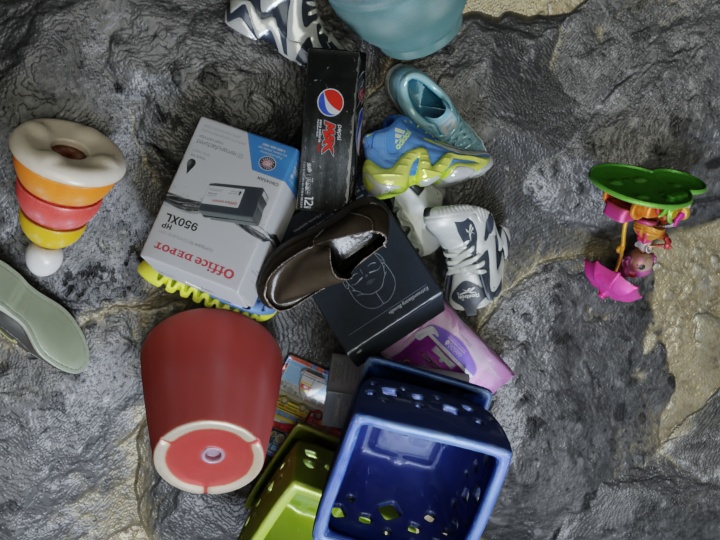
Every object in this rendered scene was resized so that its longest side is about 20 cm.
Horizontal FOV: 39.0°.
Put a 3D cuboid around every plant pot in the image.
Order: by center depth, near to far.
[{"bbox_3d":[0.062,0.231,1.267,0.198,0.180,0.202,15,116,-4],"label":"plant pot"},{"bbox_3d":[0.057,-0.357,1.293,0.199,0.201,0.135,-31,135,-2],"label":"plant pot"},{"bbox_3d":[-0.196,0.180,1.338,0.198,0.178,0.202,-3,129,-4],"label":"plant pot"},{"bbox_3d":[-0.057,0.343,1.427,0.198,0.182,0.201,26,113,-16],"label":"plant pot"}]

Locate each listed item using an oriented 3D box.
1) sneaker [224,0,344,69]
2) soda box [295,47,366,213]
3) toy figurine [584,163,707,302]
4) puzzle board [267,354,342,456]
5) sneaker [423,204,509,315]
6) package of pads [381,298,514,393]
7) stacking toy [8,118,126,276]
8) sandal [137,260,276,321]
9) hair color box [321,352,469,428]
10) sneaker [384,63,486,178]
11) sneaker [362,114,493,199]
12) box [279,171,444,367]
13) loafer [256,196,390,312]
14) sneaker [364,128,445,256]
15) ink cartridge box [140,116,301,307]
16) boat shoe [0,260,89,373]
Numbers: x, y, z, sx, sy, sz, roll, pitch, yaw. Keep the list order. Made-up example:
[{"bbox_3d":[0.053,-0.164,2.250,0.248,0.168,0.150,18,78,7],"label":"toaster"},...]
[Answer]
[{"bbox_3d":[-0.064,-0.336,1.316,0.198,0.080,0.130,27,106,-7],"label":"sneaker"},{"bbox_3d":[-0.035,-0.176,1.279,0.070,0.063,0.203,6,102,8],"label":"soda box"},{"bbox_3d":[0.402,-0.045,1.486,0.198,0.150,0.186,-10,122,-34],"label":"toy figurine"},{"bbox_3d":[-0.050,0.229,1.499,0.198,0.017,0.152,25,98,-17],"label":"puzzle board"},{"bbox_3d":[0.143,-0.009,1.377,0.079,0.199,0.131,-2,78,24],"label":"sneaker"},{"bbox_3d":[0.116,0.122,1.475,0.120,0.076,0.200,-44,108,4],"label":"package of pads"},{"bbox_3d":[-0.394,-0.081,1.310,0.145,0.147,0.201,16,120,-15],"label":"stacking toy"},{"bbox_3d":[-0.197,0.006,1.382,0.198,0.079,0.088,24,94,-18],"label":"sandal"},{"bbox_3d":[0.051,0.177,1.398,0.197,0.099,0.061,8,117,-1],"label":"hair color box"},{"bbox_3d":[0.109,-0.196,1.388,0.200,0.082,0.074,42,94,-18],"label":"sneaker"},{"bbox_3d":[0.086,-0.161,1.336,0.198,0.076,0.106,-14,86,-33],"label":"sneaker"},{"bbox_3d":[0.000,0.000,1.357,0.148,0.107,0.201,-32,74,-2],"label":"box"},{"bbox_3d":[-0.047,-0.013,1.250,0.199,0.072,0.073,-39,122,13],"label":"loafer"},{"bbox_3d":[0.069,-0.116,1.412,0.088,0.074,0.202,-28,115,-12],"label":"sneaker"},{"bbox_3d":[-0.171,-0.074,1.301,0.143,0.084,0.202,19,78,12],"label":"ink cartridge box"},{"bbox_3d":[-0.446,0.064,1.353,0.202,0.060,0.072,51,46,-27],"label":"boat shoe"}]
